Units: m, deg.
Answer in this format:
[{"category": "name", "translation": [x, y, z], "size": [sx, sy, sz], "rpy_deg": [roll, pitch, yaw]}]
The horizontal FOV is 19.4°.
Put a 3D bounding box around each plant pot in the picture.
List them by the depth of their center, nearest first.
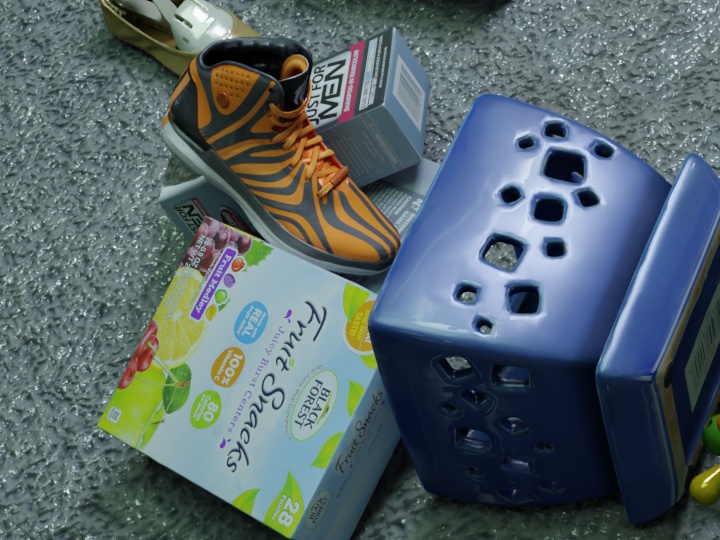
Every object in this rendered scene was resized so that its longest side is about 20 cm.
[{"category": "plant pot", "translation": [0.135, 0.032, 1.323], "size": [0.178, 0.201, 0.201], "rpy_deg": [12, 57, 25]}]

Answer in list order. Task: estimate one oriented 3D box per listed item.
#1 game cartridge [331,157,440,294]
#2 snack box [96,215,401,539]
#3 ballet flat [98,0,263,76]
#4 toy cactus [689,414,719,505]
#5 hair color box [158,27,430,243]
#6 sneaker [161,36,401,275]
[{"category": "game cartridge", "translation": [0.000, 0.000, 1.524], "size": [0.133, 0.041, 0.200], "rpy_deg": [22, 63, 42]}, {"category": "snack box", "translation": [-0.061, 0.076, 1.427], "size": [0.199, 0.068, 0.170], "rpy_deg": [23, 85, 38]}, {"category": "ballet flat", "translation": [-0.154, -0.205, 1.760], "size": [0.199, 0.063, 0.069], "rpy_deg": [23, 64, 38]}, {"category": "toy cactus", "translation": [0.289, 0.094, 1.272], "size": [0.164, 0.103, 0.201], "rpy_deg": [5, 44, 17]}, {"category": "hair color box", "translation": [-0.049, -0.097, 1.580], "size": [0.199, 0.061, 0.099], "rpy_deg": [-22, 35, 24]}, {"category": "sneaker", "translation": [-0.045, -0.086, 1.468], "size": [0.199, 0.112, 0.078], "rpy_deg": [34, 39, 4]}]
